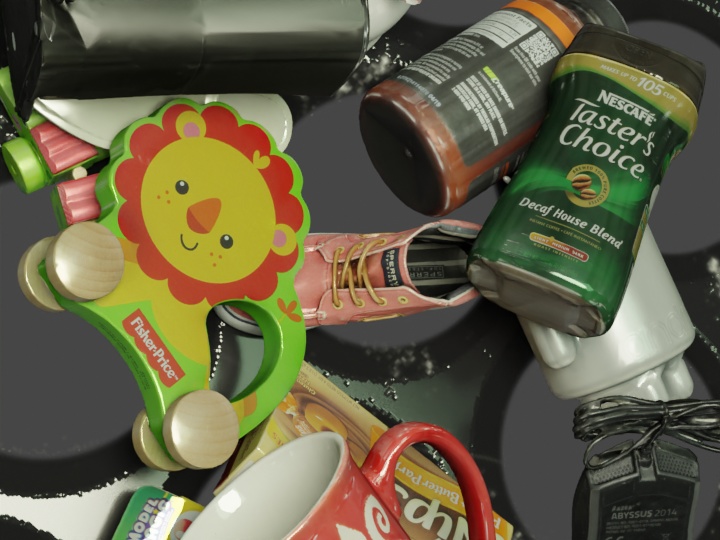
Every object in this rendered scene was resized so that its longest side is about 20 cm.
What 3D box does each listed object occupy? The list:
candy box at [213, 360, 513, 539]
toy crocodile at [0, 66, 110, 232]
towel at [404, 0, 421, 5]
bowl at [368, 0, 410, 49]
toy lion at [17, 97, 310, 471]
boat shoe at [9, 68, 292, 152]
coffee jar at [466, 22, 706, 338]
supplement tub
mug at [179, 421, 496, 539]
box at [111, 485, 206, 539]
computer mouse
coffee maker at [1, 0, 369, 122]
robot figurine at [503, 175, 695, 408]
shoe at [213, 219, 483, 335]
[{"bbox_3d":[0.007,0.161,0.988,0.200,0.055,0.116,40,29,-9],"label":"candy box"},{"bbox_3d":[-0.186,-0.050,0.985,0.067,0.062,0.201,-22,88,-22],"label":"toy crocodile"},{"bbox_3d":[0.006,-0.293,0.975,0.200,0.030,0.147,46,59,-29],"label":"towel"},{"bbox_3d":[-0.016,-0.243,1.029,0.200,0.090,0.202,0,89,-40],"label":"bowl"},{"bbox_3d":[-0.102,-0.001,0.945,0.192,0.069,0.200,-39,101,-31],"label":"toy lion"},{"bbox_3d":[-0.145,-0.111,0.992,0.199,0.062,0.073,11,89,-31],"label":"boat shoe"},{"bbox_3d":[0.153,-0.064,0.980,0.104,0.085,0.201,22,71,11],"label":"coffee jar"},{"bbox_3d":[0.104,-0.129,1.078,0.200,0.107,0.107,-33,92,-22],"label":"supplement tub"},{"bbox_3d":[0.014,0.201,0.870,0.177,0.134,0.200,-34,105,11],"label":"mug"},{"bbox_3d":[-0.083,0.232,0.979,0.199,0.048,0.118,29,72,-15],"label":"box"},{"bbox_3d":[0.200,0.168,1.054,0.138,0.053,0.201,2,115,-10],"label":"computer mouse"},{"bbox_3d":[-0.098,-0.157,0.867,0.199,0.192,0.135,-6,102,-21],"label":"coffee maker"},{"bbox_3d":[0.166,0.014,1.070,0.169,0.113,0.201,-24,89,-55],"label":"robot figurine"},{"bbox_3d":[0.000,0.000,1.025,0.199,0.091,0.072,-5,82,-20],"label":"shoe"}]
